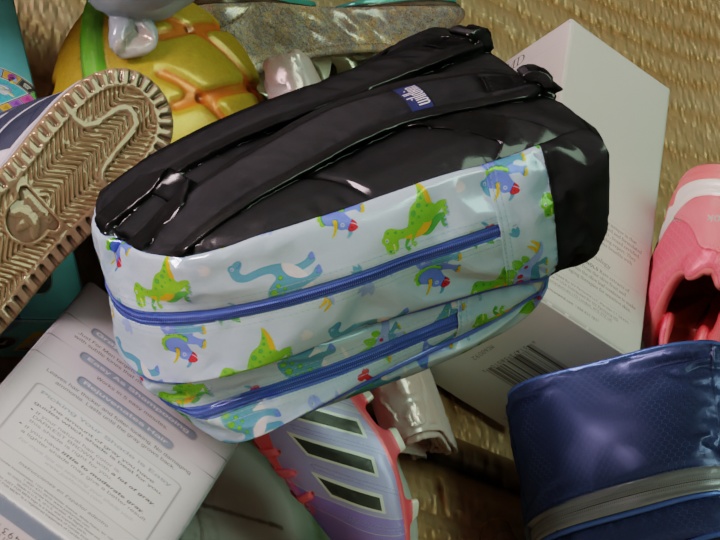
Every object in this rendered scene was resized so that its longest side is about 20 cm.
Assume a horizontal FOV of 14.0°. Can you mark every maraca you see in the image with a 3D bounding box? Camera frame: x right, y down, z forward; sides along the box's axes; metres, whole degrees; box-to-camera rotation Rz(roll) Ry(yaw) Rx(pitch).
[{"bbox_3d":[-0.096,-0.053,1.441,0.137,0.107,0.201,39,33,-50],"label":"maraca"}]

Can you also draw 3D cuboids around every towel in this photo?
[{"bbox_3d":[0.000,0.000,1.496,0.191,0.032,0.201,58,11,-81],"label":"towel"}]

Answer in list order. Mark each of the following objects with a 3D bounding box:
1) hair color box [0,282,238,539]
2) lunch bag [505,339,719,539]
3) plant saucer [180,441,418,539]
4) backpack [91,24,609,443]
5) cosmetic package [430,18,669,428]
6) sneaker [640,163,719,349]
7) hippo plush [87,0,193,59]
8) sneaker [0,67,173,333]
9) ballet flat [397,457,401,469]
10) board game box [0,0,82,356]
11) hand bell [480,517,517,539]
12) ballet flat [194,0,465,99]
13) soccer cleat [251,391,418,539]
[{"bbox_3d":[-0.119,0.087,1.253,0.099,0.061,0.200,36,24,-2],"label":"hair color box"},{"bbox_3d":[0.167,0.138,1.565,0.200,0.135,0.133,43,37,-57],"label":"lunch bag"},{"bbox_3d":[-0.069,0.109,1.404,0.199,0.050,0.201,21,40,-19],"label":"plant saucer"},{"bbox_3d":[-0.016,-0.015,1.263,0.199,0.163,0.155,-11,117,-27],"label":"backpack"},{"bbox_3d":[0.102,-0.026,1.637,0.085,0.107,0.201,32,47,-27],"label":"cosmetic package"},{"bbox_3d":[0.172,0.031,1.628,0.073,0.201,0.087,19,48,5],"label":"sneaker"},{"bbox_3d":[-0.145,-0.167,1.369,0.161,0.200,0.159,43,70,-11],"label":"hippo plush"},{"bbox_3d":[-0.176,-0.013,1.312,0.200,0.108,0.070,-40,102,-18],"label":"sneaker"},{"bbox_3d":[-0.010,0.173,1.456,0.063,0.068,0.201,58,34,-49],"label":"ballet flat"},{"bbox_3d":[-0.218,-0.060,1.373,0.151,0.047,0.201,2,67,-45],"label":"board game box"},{"bbox_3d":[0.086,0.216,1.519,0.104,0.104,0.201,23,40,-35],"label":"hand bell"},{"bbox_3d":[-0.020,-0.116,1.605,0.199,0.068,0.068,-4,84,-39],"label":"ballet flat"},{"bbox_3d":[-0.039,0.056,1.363,0.076,0.067,0.201,-24,94,-27],"label":"soccer cleat"}]
